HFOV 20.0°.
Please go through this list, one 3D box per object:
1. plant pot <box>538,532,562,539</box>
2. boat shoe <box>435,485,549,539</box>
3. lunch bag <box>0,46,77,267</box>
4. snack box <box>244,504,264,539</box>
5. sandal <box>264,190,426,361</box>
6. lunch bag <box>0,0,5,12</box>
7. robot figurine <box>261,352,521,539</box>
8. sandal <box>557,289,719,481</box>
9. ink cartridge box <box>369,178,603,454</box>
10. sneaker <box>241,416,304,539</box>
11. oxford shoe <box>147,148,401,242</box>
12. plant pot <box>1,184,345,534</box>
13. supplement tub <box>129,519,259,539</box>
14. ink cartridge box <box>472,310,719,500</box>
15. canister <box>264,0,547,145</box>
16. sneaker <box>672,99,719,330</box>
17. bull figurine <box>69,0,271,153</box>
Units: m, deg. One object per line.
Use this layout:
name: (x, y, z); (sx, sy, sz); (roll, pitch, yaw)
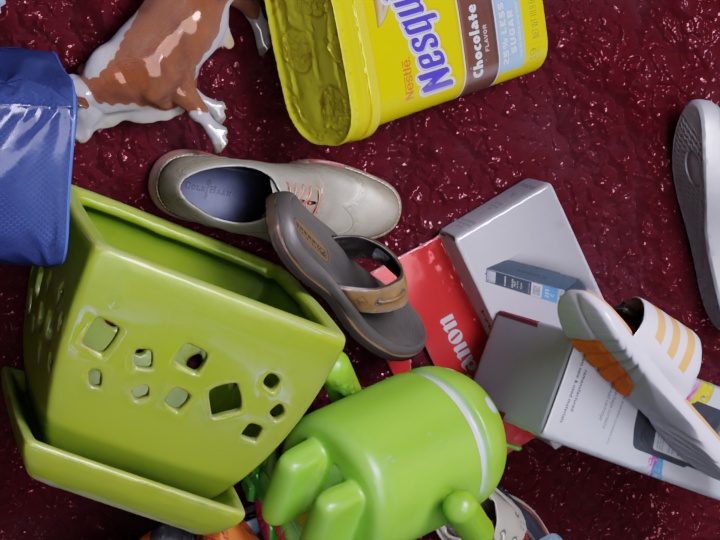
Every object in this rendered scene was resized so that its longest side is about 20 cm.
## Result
plant pot: (0.159, 0.370, 1.593); (0.196, 0.200, 0.196); (-36, 128, -8)
boat shoe: (0.093, 0.197, 1.637); (0.071, 0.063, 0.200); (-34, 108, 10)
lunch bag: (-0.272, -0.081, 1.408); (0.132, 0.200, 0.136); (3, 103, -16)
snack box: (-0.055, 0.238, 1.616); (0.200, 0.037, 0.116); (-19, 103, -14)
sandal: (0.000, 0.000, 1.529); (0.055, 0.082, 0.200); (-29, 130, 17)
lunch bag: (-0.339, -0.255, 1.397); (0.169, 0.127, 0.200); (-9, 105, -12)
robot figurine: (0.024, 0.141, 1.500); (0.200, 0.175, 0.116); (-21, 143, -37)
sandal: (0.218, 0.071, 1.464); (0.059, 0.079, 0.207); (-49, 117, -13)
ink cartridge box: (0.112, 0.055, 1.637); (0.176, 0.045, 0.200); (-30, 107, -12)
sneaker: (-0.042, 0.159, 1.571); (0.084, 0.077, 0.200); (-8, 77, -30)
oxford shoe: (-0.058, -0.049, 1.548); (0.200, 0.074, 0.071); (3, 97, -19)
plant pot: (-0.152, 0.069, 1.478); (0.199, 0.200, 0.182); (21, 100, -20)
supplement tub: (-0.162, 0.264, 1.512); (0.200, 0.123, 0.123); (-29, 108, 10)
ink cartridge box: (0.205, 0.107, 1.576); (0.200, 0.146, 0.083); (20, 88, -22)
canister: (0.038, -0.191, 1.521); (0.200, 0.086, 0.149); (-22, 109, -34)
sneaker: (0.326, -0.059, 1.670); (0.118, 0.074, 0.201); (-18, 114, -8)
bull figurine: (-0.132, -0.163, 1.511); (0.121, 0.065, 0.200); (35, 88, -23)
